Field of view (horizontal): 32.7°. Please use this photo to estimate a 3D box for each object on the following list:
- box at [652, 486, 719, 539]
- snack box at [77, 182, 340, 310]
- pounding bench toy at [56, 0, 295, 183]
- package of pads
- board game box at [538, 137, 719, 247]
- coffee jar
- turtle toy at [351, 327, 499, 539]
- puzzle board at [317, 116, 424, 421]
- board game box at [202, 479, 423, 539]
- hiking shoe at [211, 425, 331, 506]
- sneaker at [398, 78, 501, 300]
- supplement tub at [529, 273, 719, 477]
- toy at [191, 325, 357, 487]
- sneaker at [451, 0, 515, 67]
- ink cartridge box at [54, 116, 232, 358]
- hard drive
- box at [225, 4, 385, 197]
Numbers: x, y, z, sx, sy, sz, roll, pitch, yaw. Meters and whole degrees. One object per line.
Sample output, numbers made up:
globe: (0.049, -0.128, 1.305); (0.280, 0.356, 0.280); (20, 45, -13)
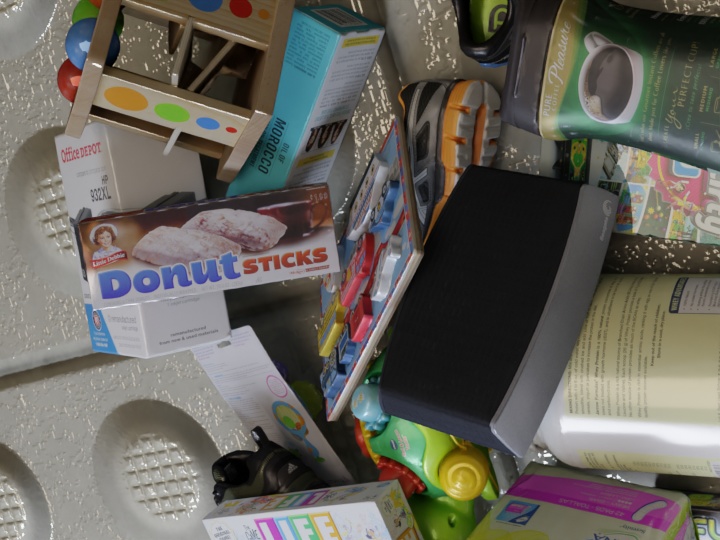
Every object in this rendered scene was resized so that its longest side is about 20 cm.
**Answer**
box: (0.322, 0.233, 0.946); (0.199, 0.035, 0.111); (2, 104, 26)
snack box: (-0.119, -0.020, 0.979); (0.199, 0.024, 0.072); (-9, 102, -5)
pounding bench toy: (-0.142, -0.200, 0.963); (0.155, 0.201, 0.124); (16, 155, -15)
package of pads: (0.148, 0.234, 0.908); (0.154, 0.200, 0.068); (7, 126, 41)
board game box: (0.234, -0.099, 0.887); (0.199, 0.064, 0.148); (9, 108, 24)
coffee jar: (0.193, -0.126, 0.815); (0.199, 0.085, 0.105); (16, 112, 22)
turtle toy: (0.054, 0.141, 0.986); (0.101, 0.146, 0.201); (-19, 95, 13)
puzzle board: (0.000, 0.000, 0.968); (0.017, 0.151, 0.200); (10, 134, -17)
board game box: (-0.027, 0.245, 0.996); (0.200, 0.034, 0.135); (-16, 101, 41)
hiking shoe: (-0.094, 0.212, 1.117); (0.101, 0.076, 0.200); (51, 138, 14)
sneaker: (0.059, -0.059, 0.986); (0.077, 0.078, 0.201); (21, 109, 35)
supplement tub: (0.211, 0.074, 0.897); (0.199, 0.145, 0.146); (0, 103, 27)
toy: (-0.061, 0.130, 1.098); (0.115, 0.047, 0.200); (-18, 105, 52)
sneaker: (0.100, -0.249, 0.903); (0.070, 0.083, 0.201); (7, 106, 25)
ink cartridge box: (-0.191, -0.032, 1.066); (0.145, 0.083, 0.201); (-1, 100, 61)
hard drive: (0.093, 0.020, 0.876); (0.135, 0.042, 0.201); (14, 76, 36)
box: (-0.051, -0.117, 1.015); (0.049, 0.082, 0.201); (31, 115, 18)
